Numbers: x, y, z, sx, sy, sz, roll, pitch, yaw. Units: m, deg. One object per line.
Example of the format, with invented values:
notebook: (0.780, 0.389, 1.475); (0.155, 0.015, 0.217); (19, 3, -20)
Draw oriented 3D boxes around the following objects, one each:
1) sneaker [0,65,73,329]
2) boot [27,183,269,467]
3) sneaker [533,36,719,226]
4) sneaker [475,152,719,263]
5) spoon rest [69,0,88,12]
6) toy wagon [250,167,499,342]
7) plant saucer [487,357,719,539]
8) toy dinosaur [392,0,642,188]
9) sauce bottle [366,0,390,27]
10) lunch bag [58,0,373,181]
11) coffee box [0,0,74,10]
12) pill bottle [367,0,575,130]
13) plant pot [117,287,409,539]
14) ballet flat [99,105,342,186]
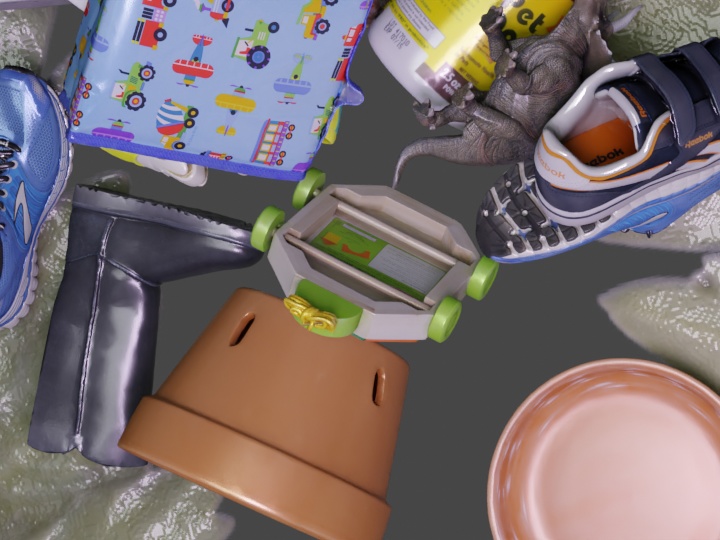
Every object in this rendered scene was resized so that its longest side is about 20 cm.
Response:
sneaker: (-0.271, -0.052, 1.771); (0.078, 0.089, 0.201); (11, 95, 15)
boot: (-0.157, 0.050, 1.763); (0.164, 0.066, 0.201); (13, 94, 24)
sneaker: (0.204, -0.105, 1.568); (0.199, 0.080, 0.079); (-33, 61, -10)
sneaker: (0.176, -0.047, 1.637); (0.199, 0.089, 0.079); (-21, 59, -1)
spoon rest: (-0.131, -0.174, 1.677); (0.199, 0.061, 0.100); (26, 113, 3)
toy wagon: (0.000, 0.000, 1.648); (0.155, 0.200, 0.040); (27, 124, 13)
plant saucer: (0.190, 0.161, 1.685); (0.199, 0.037, 0.201); (1, 95, 17)
toy dinosaur: (0.103, -0.110, 1.592); (0.200, 0.102, 0.077); (-52, 37, 16)
sauce bottle: (-0.078, -0.190, 1.726); (0.199, 0.066, 0.066); (-10, 91, 16)
lunch bag: (-0.089, -0.147, 1.627); (0.199, 0.094, 0.151); (15, 111, -16)
coffee box: (-0.247, -0.297, 1.760); (0.112, 0.080, 0.201); (-2, 93, 16)
pill bottle: (0.106, -0.200, 1.648); (0.109, 0.109, 0.200); (46, 104, 9)
plant pot: (-0.053, 0.103, 1.684); (0.199, 0.200, 0.141); (23, 82, 14)
ballet flat: (-0.107, -0.098, 1.737); (0.199, 0.067, 0.067); (-12, 76, 14)
